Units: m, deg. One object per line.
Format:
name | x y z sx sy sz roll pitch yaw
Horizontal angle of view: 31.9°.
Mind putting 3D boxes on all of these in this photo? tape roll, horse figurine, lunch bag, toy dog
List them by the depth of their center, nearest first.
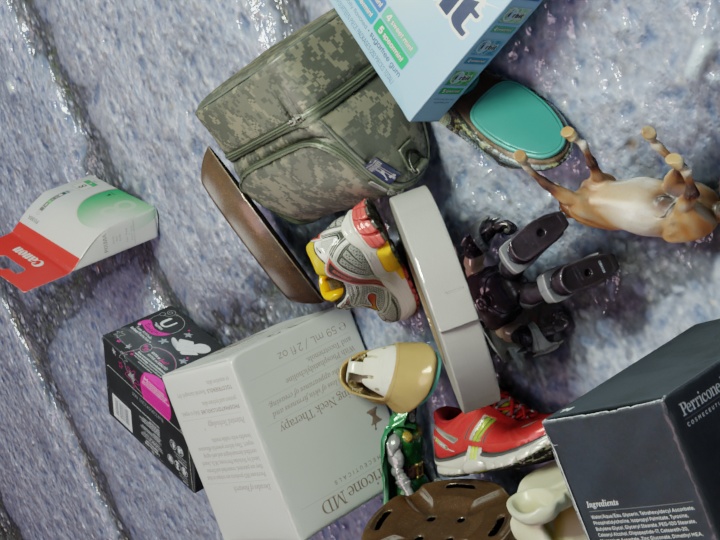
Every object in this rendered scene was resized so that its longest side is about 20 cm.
horse figurine | 0.209 -0.060 0.942 0.198 0.050 0.132 3 153 39
toy dog | 0.205 0.268 1.082 0.202 0.138 0.194 67 157 0
tape roll | 0.073 0.026 1.107 0.203 0.037 0.205 -19 -89 -89
lunch bag | -0.038 -0.134 1.184 0.169 0.139 0.199 55 147 -13

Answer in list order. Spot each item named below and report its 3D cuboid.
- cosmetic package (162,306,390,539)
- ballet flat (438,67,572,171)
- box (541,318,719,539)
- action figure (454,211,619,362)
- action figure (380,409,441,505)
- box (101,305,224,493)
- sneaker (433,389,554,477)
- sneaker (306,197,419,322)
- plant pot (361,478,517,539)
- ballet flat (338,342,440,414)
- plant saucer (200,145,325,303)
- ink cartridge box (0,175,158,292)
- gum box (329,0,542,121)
cosmetic package | -0.080 0.168 1.364 0.166 0.166 0.202 -18 95 54
ballet flat | 0.104 -0.132 1.067 0.200 0.074 0.075 43 138 32
box | 0.261 0.152 0.891 0.123 0.199 0.199 -22 91 52
action figure | 0.138 0.011 1.082 0.131 0.069 0.200 53 160 1
action figure | 0.052 0.228 1.302 0.054 0.118 0.203 -2 99 28
box | -0.222 0.159 1.587 0.199 0.114 0.134 33 134 39
sneaker | 0.130 0.141 1.165 0.199 0.076 0.086 -22 76 49
sneaker | 0.000 0.000 1.191 0.078 0.081 0.200 65 -177 28
plant pot | 0.095 0.317 1.178 0.199 0.199 0.201 9 120 49
ballet flat | 0.022 0.104 1.233 0.200 0.062 0.070 146 136 -73
plant saucer | -0.107 -0.040 1.306 0.201 0.032 0.200 54 179 1
ink cartridge box | -0.381 -0.052 1.604 0.160 0.199 0.051 25 127 42
gum box | 0.066 -0.250 1.006 0.200 0.044 0.171 -48 64 35
